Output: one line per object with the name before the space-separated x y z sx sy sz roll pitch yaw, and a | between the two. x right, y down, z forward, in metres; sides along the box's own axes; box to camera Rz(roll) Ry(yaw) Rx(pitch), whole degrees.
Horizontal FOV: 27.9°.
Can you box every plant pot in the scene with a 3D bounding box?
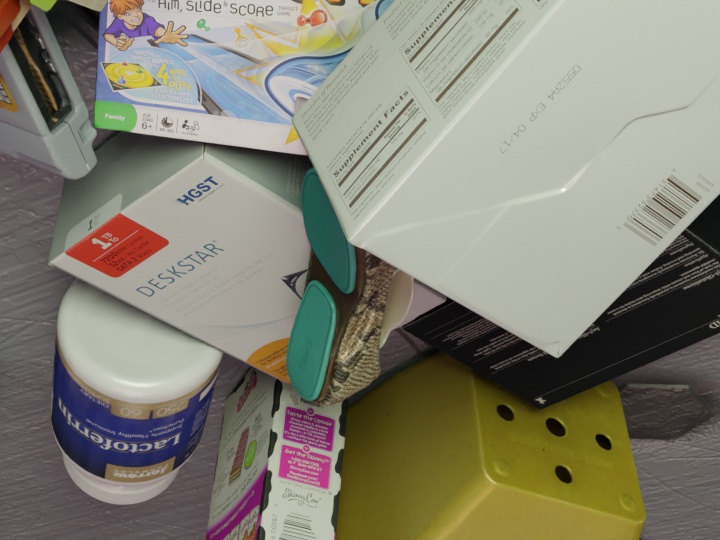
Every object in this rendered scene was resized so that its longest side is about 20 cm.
plant pot | 0.101 0.168 1.091 0.200 0.200 0.176 18 132 -20

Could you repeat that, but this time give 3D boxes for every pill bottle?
pill bottle | -0.164 0.085 1.048 0.115 0.116 0.200 9 145 -8

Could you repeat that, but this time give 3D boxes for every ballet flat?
ballet flat | 0.000 0.000 0.840 0.075 0.068 0.200 -20 143 -24

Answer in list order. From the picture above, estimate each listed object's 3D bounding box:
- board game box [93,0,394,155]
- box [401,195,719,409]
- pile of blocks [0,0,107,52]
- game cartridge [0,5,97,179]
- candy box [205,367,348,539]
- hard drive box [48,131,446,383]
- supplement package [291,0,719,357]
board game box | -0.036 -0.127 0.766 0.199 0.034 0.136 7 126 -5
box | 0.146 0.001 0.932 0.141 0.079 0.200 33 135 -32
pile of blocks | -0.124 -0.157 0.651 0.200 0.062 0.082 -35 140 -7
game cartridge | -0.218 -0.138 0.745 0.133 0.042 0.200 17 145 27
candy box | -0.064 0.162 1.075 0.061 0.200 0.136 17 145 -18
hard drive box | -0.068 -0.022 0.919 0.200 0.077 0.156 30 137 -33
supplement package | 0.096 -0.085 0.716 0.156 0.111 0.200 29 113 -36
